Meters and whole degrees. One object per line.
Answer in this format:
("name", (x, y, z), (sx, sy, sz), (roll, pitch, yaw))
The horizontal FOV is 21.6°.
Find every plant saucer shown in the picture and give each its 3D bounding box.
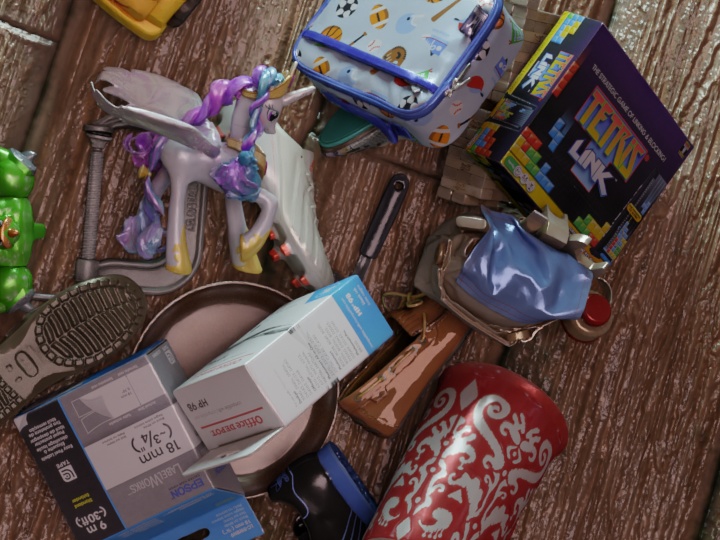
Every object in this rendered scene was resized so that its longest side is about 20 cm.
("plant saucer", (-0.119, 0.110, 1.749), (0.199, 0.032, 0.202), (0, 91, -13))

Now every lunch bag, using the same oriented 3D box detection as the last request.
("lunch bag", (0.041, -0.200, 1.714), (0.161, 0.200, 0.076), (-53, 139, -10))

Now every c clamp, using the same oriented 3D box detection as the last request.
("c clamp", (-0.221, -0.058, 1.729), (0.170, 0.027, 0.201), (11, 88, -14))

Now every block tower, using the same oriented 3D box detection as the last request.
("block tower", (0.131, -0.159, 1.775), (0.058, 0.054, 0.201), (2, 105, -49))

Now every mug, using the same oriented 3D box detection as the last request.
("mug", (0.102, 0.215, 1.722), (0.178, 0.133, 0.200), (50, 52, -22))

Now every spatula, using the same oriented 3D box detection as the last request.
("spatula", (0.000, 0.000, 1.787), (0.056, 0.021, 0.201), (24, 82, -2))

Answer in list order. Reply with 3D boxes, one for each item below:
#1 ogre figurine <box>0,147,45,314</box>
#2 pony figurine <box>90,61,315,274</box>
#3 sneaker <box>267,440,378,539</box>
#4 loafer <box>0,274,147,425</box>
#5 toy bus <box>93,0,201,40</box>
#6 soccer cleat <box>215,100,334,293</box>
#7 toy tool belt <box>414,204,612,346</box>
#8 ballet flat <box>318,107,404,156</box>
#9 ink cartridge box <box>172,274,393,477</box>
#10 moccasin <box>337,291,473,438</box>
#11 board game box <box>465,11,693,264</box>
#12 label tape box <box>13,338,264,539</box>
("ogre figurine", (-0.345, -0.039, 1.668), (0.119, 0.098, 0.201), (1, 74, 4))
("pony figurine", (-0.150, -0.102, 1.667), (0.192, 0.167, 0.201), (11, 108, -8))
("sneaker", (-0.010, 0.252, 1.756), (0.078, 0.070, 0.201), (-31, 110, 3))
("loafer", (-0.282, 0.069, 1.691), (0.199, 0.067, 0.076), (-32, 101, -12))
("toy bus", (-0.156, -0.315, 1.664), (0.136, 0.192, 0.200), (40, 82, -12))
("soccer cleat", (-0.065, -0.071, 1.750), (0.077, 0.069, 0.201), (-29, 94, -15))
("toy tool belt", (0.157, 0.005, 1.714), (0.199, 0.123, 0.126), (21, 67, -13))
("ballet flat", (0.048, -0.165, 1.780), (0.072, 0.072, 0.200), (44, 81, -10))
("ink cartridge box", (-0.079, 0.090, 1.641), (0.200, 0.116, 0.067), (-39, 101, -41))
("moccasin", (0.050, 0.058, 1.774), (0.078, 0.074, 0.202), (39, 82, -15))
("board game box", (0.210, -0.115, 1.776), (0.166, 0.057, 0.200), (-53, 131, -8))
("label tape box", (-0.196, 0.183, 1.688), (0.144, 0.063, 0.201), (-26, 95, 14))
